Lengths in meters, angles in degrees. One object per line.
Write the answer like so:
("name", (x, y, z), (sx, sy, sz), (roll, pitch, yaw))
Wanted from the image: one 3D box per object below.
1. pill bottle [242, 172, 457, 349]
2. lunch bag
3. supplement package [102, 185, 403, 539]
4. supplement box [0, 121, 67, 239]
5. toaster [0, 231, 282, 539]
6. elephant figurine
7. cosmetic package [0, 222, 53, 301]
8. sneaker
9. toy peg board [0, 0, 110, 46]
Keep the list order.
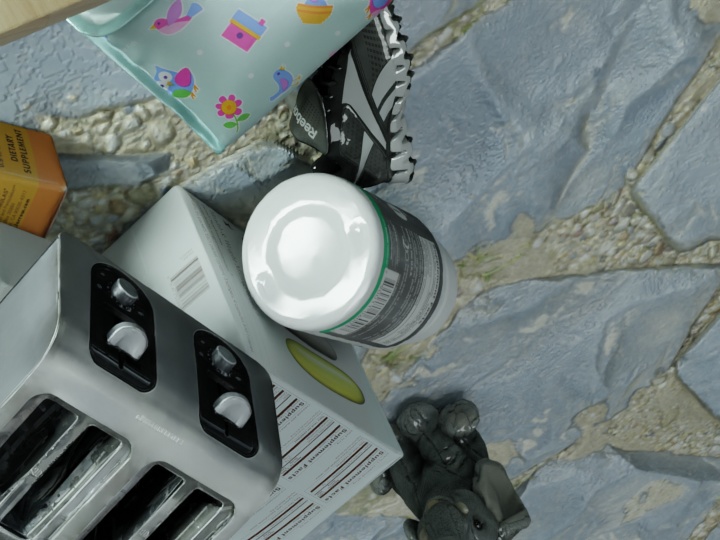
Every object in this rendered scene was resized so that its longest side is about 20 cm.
("pill bottle", (0.000, 0.000, 1.015), (0.113, 0.114, 0.200), (-39, 159, 12))
("lunch bag", (-0.099, -0.201, 0.802), (0.170, 0.123, 0.200), (-37, 126, 16))
("supplement package", (-0.103, 0.083, 1.020), (0.147, 0.192, 0.200), (-39, 137, 13))
("supplement box", (-0.298, -0.070, 0.864), (0.198, 0.067, 0.069), (11, 126, -35))
("toaster", (-0.171, 0.108, 0.805), (0.200, 0.119, 0.180), (-45, 121, 13))
("elephant figurine", (0.090, 0.236, 1.263), (0.153, 0.201, 0.143), (-2, 133, -25))
("cosmetic package", (-0.282, 0.016, 0.834), (0.199, 0.090, 0.107), (23, 111, -40))
("sneaker", (-0.010, -0.128, 0.955), (0.089, 0.067, 0.202), (-20, 140, -11))
("toy peg board", (-0.191, -0.213, 0.692), (0.198, 0.202, 0.098), (-30, 179, -28))
